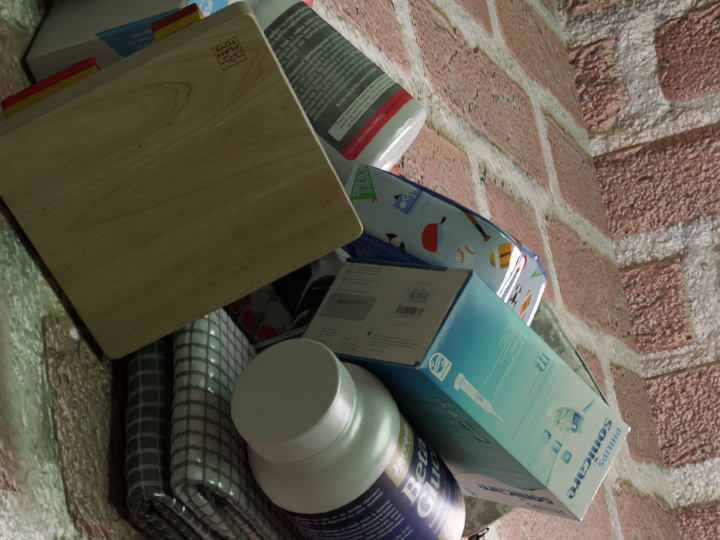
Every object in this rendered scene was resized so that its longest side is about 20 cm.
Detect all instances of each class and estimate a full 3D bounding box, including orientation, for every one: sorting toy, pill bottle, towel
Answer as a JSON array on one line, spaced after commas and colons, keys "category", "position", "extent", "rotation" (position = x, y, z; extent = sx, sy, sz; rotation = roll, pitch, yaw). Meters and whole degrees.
[{"category": "sorting toy", "position": [-0.129, -0.069, 1.426], "extent": [0.200, 0.199, 0.070], "rotation": [62, 3, -37]}, {"category": "pill bottle", "position": [-0.054, -0.147, 1.666], "extent": [0.200, 0.111, 0.111], "rotation": [41, 16, 5]}, {"category": "towel", "position": [-0.101, 0.135, 1.520], "extent": [0.200, 0.085, 0.167], "rotation": [54, 24, -47]}, {"category": "pill bottle", "position": [-0.011, 0.133, 1.468], "extent": [0.200, 0.110, 0.112], "rotation": [53, 26, -48]}]

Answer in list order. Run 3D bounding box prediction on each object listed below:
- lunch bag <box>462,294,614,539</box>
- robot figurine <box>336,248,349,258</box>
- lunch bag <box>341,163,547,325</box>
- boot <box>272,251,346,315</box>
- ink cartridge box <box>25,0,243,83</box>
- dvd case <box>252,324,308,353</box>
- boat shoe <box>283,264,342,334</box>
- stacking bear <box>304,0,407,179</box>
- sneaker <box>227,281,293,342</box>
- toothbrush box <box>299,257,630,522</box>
[{"category": "lunch bag", "position": [0.106, 0.117, 1.870], "extent": [0.201, 0.167, 0.139], "rotation": [60, -18, -6]}, {"category": "robot figurine", "position": [-0.003, -0.001, 1.918], "extent": [0.200, 0.112, 0.171], "rotation": [57, 36, -48]}, {"category": "lunch bag", "position": [0.054, -0.009, 1.607], "extent": [0.076, 0.159, 0.200], "rotation": [-63, 163, -7]}, {"category": "boot", "position": [0.000, 0.000, 1.731], "extent": [0.070, 0.131, 0.201], "rotation": [28, -35, 44]}, {"category": "ink cartridge box", "position": [-0.134, -0.114, 1.547], "extent": [0.126, 0.127, 0.201], "rotation": [-78, 149, -57]}, {"category": "dvd case", "position": [-0.020, 0.141, 1.634], "extent": [0.022, 0.145, 0.201], "rotation": [-35, 100, -43]}, {"category": "boat shoe", "position": [-0.043, 0.083, 1.676], "extent": [0.061, 0.075, 0.201], "rotation": [-68, 174, -49]}, {"category": "stacking bear", "position": [-0.039, -0.130, 1.816], "extent": [0.201, 0.121, 0.114], "rotation": [56, 2, 2]}, {"category": "sneaker", "position": [-0.069, 0.033, 1.776], "extent": [0.200, 0.077, 0.082], "rotation": [46, -14, -33]}, {"category": "toothbrush box", "position": [0.074, 0.085, 1.522], "extent": [0.200, 0.146, 0.086], "rotation": [44, 68, -31]}]
